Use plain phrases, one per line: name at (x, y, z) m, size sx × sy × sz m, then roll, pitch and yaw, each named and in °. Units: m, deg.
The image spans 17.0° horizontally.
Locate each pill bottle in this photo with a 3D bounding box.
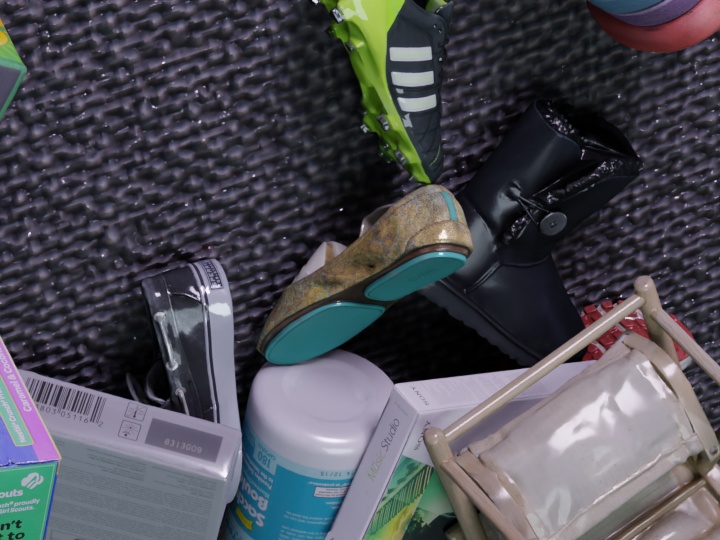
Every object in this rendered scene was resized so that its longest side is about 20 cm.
pill bottle at (-0.040, 0.161, 1.748) m, size 0.111 × 0.111 × 0.200 m, roll -6°, pitch 131°, yaw -24°

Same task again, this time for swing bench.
swing bench at (0.166, 0.147, 1.675) m, size 0.199 × 0.130 × 0.200 m, roll -34°, pitch 148°, yaw -13°

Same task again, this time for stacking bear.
stacking bear at (0.151, -0.232, 1.499) m, size 0.121 × 0.114 × 0.200 m, roll -42°, pitch 131°, yaw 12°

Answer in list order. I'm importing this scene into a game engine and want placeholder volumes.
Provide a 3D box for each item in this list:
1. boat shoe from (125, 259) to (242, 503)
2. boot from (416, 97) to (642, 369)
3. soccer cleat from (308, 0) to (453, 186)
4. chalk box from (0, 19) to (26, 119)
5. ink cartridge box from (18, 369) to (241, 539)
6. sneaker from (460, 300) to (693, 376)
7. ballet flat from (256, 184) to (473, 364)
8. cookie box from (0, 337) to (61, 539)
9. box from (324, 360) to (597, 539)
boat shoe at (-0.123, 0.085, 1.660) m, size 0.068 × 0.074 × 0.200 m, roll -13°, pitch 132°, yaw -17°
boot at (0.140, -0.022, 1.702) m, size 0.168 × 0.076 × 0.200 m, roll -43°, pitch 130°, yaw 18°
soccer cleat at (0.030, -0.134, 1.553) m, size 0.081 × 0.068 × 0.200 m, roll -36°, pitch 138°, yaw -13°
chalk box at (-0.273, -0.108, 1.308) m, size 0.124 × 0.200 × 0.125 m, roll 14°, pitch 121°, yaw -37°
ink cartridge box at (-0.174, 0.157, 1.679) m, size 0.160 × 0.047 × 0.200 m, roll 15°, pitch 145°, yaw 0°
sneaker at (0.159, 0.088, 1.826) m, size 0.200 × 0.078 × 0.082 m, roll -22°, pitch 141°, yaw 5°
ballet flat at (0.000, 0.000, 1.647) m, size 0.071 × 0.071 × 0.200 m, roll 16°, pitch 146°, yaw -38°
cookie box at (-0.267, 0.142, 1.565) m, size 0.075 × 0.171 × 0.200 m, roll -7°, pitch 133°, yaw -26°
box at (0.081, 0.137, 1.715) m, size 0.200 × 0.036 × 0.144 m, roll -4°, pitch 129°, yaw -39°
